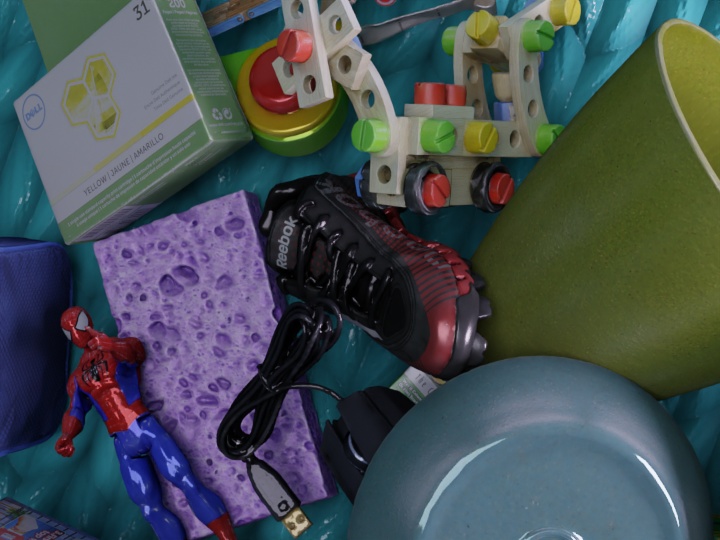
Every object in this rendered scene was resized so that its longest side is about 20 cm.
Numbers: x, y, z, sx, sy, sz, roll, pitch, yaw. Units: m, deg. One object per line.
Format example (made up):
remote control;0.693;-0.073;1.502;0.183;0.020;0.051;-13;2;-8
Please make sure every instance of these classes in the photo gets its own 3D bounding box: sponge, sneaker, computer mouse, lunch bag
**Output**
sponge;-0.093;0.063;0.904;0.110;0.030;0.203;-17;83;12
sneaker;0.000;0.000;0.805;0.097;0.201;0.072;5;115;-28
computer mouse;0.000;0.125;0.787;0.200;0.046;0.141;44;127;5
lunch bag;-0.275;0.045;0.860;0.130;0.200;0.138;5;93;15

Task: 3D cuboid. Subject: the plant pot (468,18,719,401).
plant pot;0.146;-0.002;0.785;0.199;0.186;0.188;-37;79;31

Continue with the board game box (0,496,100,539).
board game box;-0.141;0.250;0.835;0.197;0.062;0.203;4;106;29

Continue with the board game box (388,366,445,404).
board game box;0.081;0.147;0.865;0.105;0.023;0.200;-43;80;9

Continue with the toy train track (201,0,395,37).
toy train track;-0.041;-0.169;0.896;0.198;0.033;0.116;-20;38;21

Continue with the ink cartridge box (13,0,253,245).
ink cartridge box;-0.161;-0.138;0.892;0.145;0.048;0.202;-29;79;34

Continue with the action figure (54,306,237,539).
action figure;-0.139;0.108;0.852;0.065;0.099;0.201;-32;78;9

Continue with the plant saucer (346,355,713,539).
plant saucer;0.092;0.146;0.725;0.197;0.036;0.203;-1;98;-8

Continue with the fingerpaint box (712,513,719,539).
fingerpaint box;0.173;0.240;0.797;0.164;0.073;0.203;7;92;5

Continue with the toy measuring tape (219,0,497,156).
toy measuring tape;-0.006;-0.116;0.878;0.197;0.074;0.075;-14;84;5

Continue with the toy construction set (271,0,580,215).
toy construction set;0.044;-0.100;0.807;0.092;0.198;0.133;12;101;55
